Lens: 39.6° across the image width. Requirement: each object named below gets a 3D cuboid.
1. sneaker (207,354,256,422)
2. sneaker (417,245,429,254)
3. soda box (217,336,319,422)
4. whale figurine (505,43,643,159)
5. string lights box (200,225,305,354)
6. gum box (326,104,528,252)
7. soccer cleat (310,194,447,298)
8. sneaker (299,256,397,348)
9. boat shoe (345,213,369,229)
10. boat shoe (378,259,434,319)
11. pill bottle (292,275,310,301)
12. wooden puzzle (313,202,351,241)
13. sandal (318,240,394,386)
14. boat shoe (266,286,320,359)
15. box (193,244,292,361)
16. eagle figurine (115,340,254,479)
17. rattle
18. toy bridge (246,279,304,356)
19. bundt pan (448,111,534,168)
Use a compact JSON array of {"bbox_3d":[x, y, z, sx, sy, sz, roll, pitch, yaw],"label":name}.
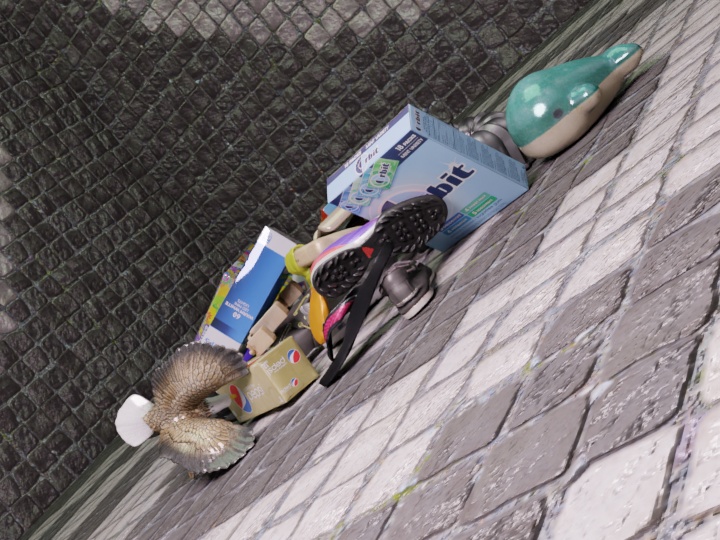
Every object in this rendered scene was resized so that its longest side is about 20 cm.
[{"bbox_3d":[-0.174,0.184,1.558,0.200,0.075,0.079,-40,-11,-39],"label":"sneaker"},{"bbox_3d":[0.129,-0.096,1.516,0.090,0.076,0.200,-28,19,28],"label":"sneaker"},{"bbox_3d":[-0.134,0.155,1.394,0.064,0.068,0.200,-37,2,-29],"label":"soda box"},{"bbox_3d":[0.276,-0.240,1.322,0.200,0.104,0.159,-42,6,3],"label":"whale figurine"},{"bbox_3d":[-0.160,0.035,1.508,0.201,0.059,0.103,-60,-3,2],"label":"string lights box"},{"bbox_3d":[0.086,-0.111,1.284,0.170,0.199,0.045,-37,43,40],"label":"gum box"},{"bbox_3d":[0.020,-0.041,1.286,0.199,0.068,0.073,-34,24,7],"label":"soccer cleat"},{"bbox_3d":[-0.012,0.023,1.475,0.075,0.082,0.200,-36,9,47],"label":"sneaker"},{"bbox_3d":[0.030,-0.114,1.653,0.070,0.070,0.201,-37,21,39],"label":"boat shoe"},{"bbox_3d":[0.054,0.010,1.255,0.067,0.057,0.200,-42,6,5],"label":"boat shoe"},{"bbox_3d":[-0.054,0.014,1.678,0.111,0.112,0.200,-44,6,-12],"label":"pill bottle"},{"bbox_3d":[-0.004,-0.119,1.514,0.185,0.037,0.200,-45,3,-7],"label":"wooden puzzle"},{"bbox_3d":[-0.015,0.048,1.212,0.075,0.045,0.201,-66,-1,-69],"label":"sandal"},{"bbox_3d":[-0.074,0.074,1.502,0.061,0.072,0.202,-35,20,56],"label":"boat shoe"},{"bbox_3d":[-0.206,0.088,1.805,0.201,0.121,0.193,-63,-1,20],"label":"box"},{"bbox_3d":[-0.227,0.191,1.355,0.151,0.152,0.200,-54,11,-26],"label":"eagle figurine"},{"bbox_3d":[0.000,0.000,1.419,0.199,0.143,0.130,-12,-26,-48],"label":"rattle"},{"bbox_3d":[-0.132,0.077,1.441,0.067,0.027,0.200,-46,7,21],"label":"toy bridge"},{"bbox_3d":[0.155,-0.173,1.467,0.200,0.076,0.202,-22,18,7],"label":"bundt pan"}]
